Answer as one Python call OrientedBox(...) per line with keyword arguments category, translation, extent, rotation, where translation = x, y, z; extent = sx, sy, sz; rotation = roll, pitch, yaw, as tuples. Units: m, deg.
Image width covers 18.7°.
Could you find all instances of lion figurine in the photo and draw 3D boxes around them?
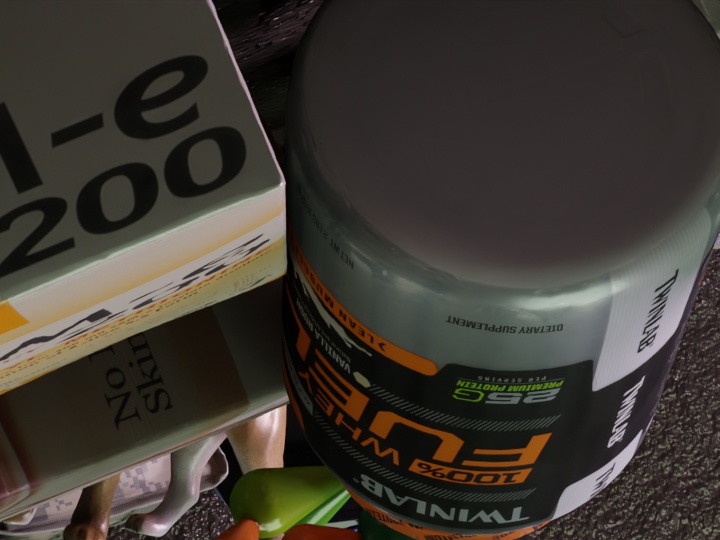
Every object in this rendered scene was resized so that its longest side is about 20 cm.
OrientedBox(category="lion figurine", translation=(-0.082, 0.052, 0.899), extent=(0.072, 0.123, 0.200), rotation=(13, 178, 31))

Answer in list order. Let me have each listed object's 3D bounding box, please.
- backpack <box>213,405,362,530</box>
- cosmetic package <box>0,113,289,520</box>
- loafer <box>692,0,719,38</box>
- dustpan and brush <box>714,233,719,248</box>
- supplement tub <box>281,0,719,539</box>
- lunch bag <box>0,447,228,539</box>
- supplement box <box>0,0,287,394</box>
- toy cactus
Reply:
OrientedBox(category="backpack", translation=(-0.007, 0.055, 1.236), extent=(0.190, 0.200, 0.154), rotation=(-19, -171, 0))
OrientedBox(category="cosmetic package", translation=(-0.105, 0.023, 0.720), extent=(0.087, 0.103, 0.200), rotation=(-28, 175, 43))
OrientedBox(category="loafer", translation=(0.124, -0.100, 0.698), extent=(0.200, 0.072, 0.063), rotation=(-18, -164, 25))
OrientedBox(category="dustpan and brush", translation=(0.101, -0.018, 0.819), extent=(0.200, 0.057, 0.140), rotation=(-7, -161, 48))
OrientedBox(category="supplement tub", translation=(0.037, 0.001, 0.649), extent=(0.122, 0.123, 0.200), rotation=(-22, 153, -14))
OrientedBox(category="lunch bag", translation=(-0.193, 0.099, 1.166), extent=(0.200, 0.118, 0.164), rotation=(-14, 174, -23))
OrientedBox(category="supplement box", translation=(-0.086, -0.015, 0.515), extent=(0.126, 0.074, 0.200), rotation=(-23, 176, -3))
OrientedBox(category="toy cactus", translation=(0.029, 0.072, 0.822), extent=(0.165, 0.102, 0.200), rotation=(-34, -166, 34))
